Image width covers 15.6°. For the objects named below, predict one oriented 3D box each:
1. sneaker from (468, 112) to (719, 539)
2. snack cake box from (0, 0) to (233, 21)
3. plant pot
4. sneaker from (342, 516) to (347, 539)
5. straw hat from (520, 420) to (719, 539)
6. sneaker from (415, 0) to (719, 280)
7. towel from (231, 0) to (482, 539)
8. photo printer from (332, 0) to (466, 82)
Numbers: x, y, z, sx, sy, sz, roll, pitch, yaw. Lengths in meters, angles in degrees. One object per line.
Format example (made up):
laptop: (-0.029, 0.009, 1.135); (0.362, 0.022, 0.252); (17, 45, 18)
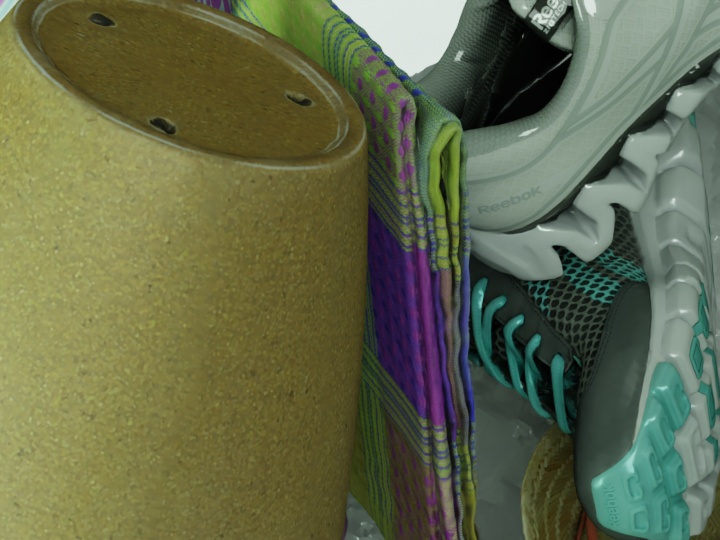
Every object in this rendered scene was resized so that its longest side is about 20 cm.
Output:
sneaker: (0.066, 0.019, 0.821); (0.091, 0.200, 0.078); (-6, 119, 9)
snack cake box: (-0.146, -0.081, 0.800); (0.199, 0.115, 0.067); (-12, 86, 21)
plant pot: (-0.074, 0.035, 0.690); (0.186, 0.186, 0.200); (23, 116, -1)
sneaker: (-0.102, 0.056, 0.851); (0.200, 0.080, 0.089); (28, 95, -1)
straw hat: (0.117, 0.133, 0.847); (0.201, 0.201, 0.085); (36, 126, 0)
sneaker: (0.084, -0.089, 0.759); (0.200, 0.081, 0.075); (-52, 53, 6)
towel: (0.000, 0.000, 0.777); (0.023, 0.144, 0.200); (-18, 128, -16)
photo printer: (-0.012, -0.121, 0.863); (0.166, 0.069, 0.201); (-16, 87, 3)
